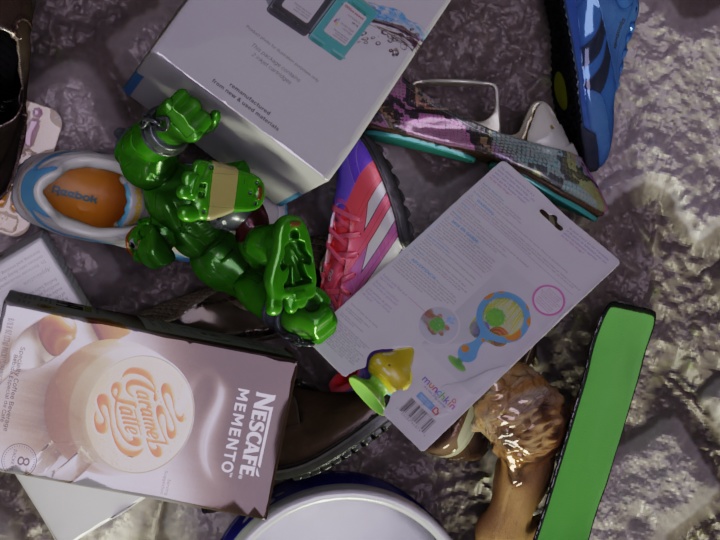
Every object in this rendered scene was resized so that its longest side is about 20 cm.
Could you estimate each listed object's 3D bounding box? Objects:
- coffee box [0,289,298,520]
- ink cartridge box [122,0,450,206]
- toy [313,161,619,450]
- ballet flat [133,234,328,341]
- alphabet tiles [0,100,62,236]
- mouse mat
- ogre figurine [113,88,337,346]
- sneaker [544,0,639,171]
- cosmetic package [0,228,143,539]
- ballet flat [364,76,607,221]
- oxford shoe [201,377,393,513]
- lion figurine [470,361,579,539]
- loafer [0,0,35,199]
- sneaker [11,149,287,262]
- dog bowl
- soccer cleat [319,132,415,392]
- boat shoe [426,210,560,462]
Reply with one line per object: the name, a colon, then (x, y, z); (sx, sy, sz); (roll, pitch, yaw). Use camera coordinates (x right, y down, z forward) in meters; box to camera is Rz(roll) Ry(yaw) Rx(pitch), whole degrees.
coffee box: (-0.152, 0.090, 1.171); (0.200, 0.080, 0.115); (11, 92, -10)
ink cartridge box: (-0.042, -0.173, 1.198); (0.146, 0.147, 0.200); (36, 77, -10)
toy: (0.072, 0.028, 1.215); (0.200, 0.047, 0.115); (-41, 73, -20)
ballet flat: (-0.082, 0.026, 1.277); (0.200, 0.046, 0.068); (-18, 97, -10)
alphabet tiles: (-0.324, -0.098, 1.245); (0.200, 0.015, 0.196); (17, 93, -10)
mouse mat: (0.174, 0.121, 1.283); (0.008, 0.161, 0.200); (16, 92, 23)
ogre figurine: (-0.098, -0.035, 1.162); (0.200, 0.120, 0.098); (35, 76, -35)
sneaker: (0.182, -0.176, 1.293); (0.078, 0.066, 0.201); (-8, 96, -12)
cosmetic package: (-0.222, 0.083, 1.243); (0.107, 0.085, 0.200); (-29, 100, -5)
ballet flat: (0.099, -0.102, 1.281); (0.200, 0.069, 0.071); (20, 89, 0)
oxford shoe: (-0.050, 0.108, 1.248); (0.200, 0.073, 0.085); (-23, 93, 22)
lion figurine: (0.116, 0.153, 1.261); (0.072, 0.122, 0.200); (12, 113, 26)
loafer: (-0.262, -0.114, 1.169); (0.073, 0.071, 0.200); (4, 133, -11)
sneaker: (-0.147, -0.044, 1.242); (0.200, 0.081, 0.077); (4, 94, -18)
dog bowl: (-0.017, 0.254, 1.295); (0.200, 0.079, 0.201); (-1, 96, -9)
soccer cleat: (0.000, 0.000, 1.251); (0.073, 0.068, 0.200); (-15, 112, -14)
boat shoe: (0.103, 0.050, 1.309); (0.075, 0.075, 0.203); (28, 88, -44)
